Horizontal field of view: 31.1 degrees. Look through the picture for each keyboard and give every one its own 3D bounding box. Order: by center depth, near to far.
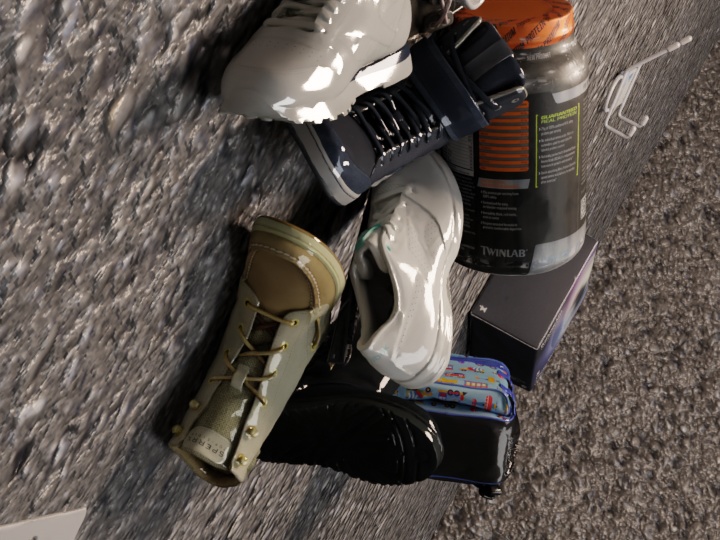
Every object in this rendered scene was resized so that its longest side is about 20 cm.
[{"bbox_3d":[0.000,0.000,1.055,0.201,0.020,0.128,-75,179,-48],"label":"keyboard"}]

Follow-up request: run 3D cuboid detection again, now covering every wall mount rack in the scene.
[{"bbox_3d":[0.464,-0.311,2.116,0.200,0.074,0.175,-34,148,-63],"label":"wall mount rack"}]

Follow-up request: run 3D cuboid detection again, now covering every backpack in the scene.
[{"bbox_3d":[0.097,0.164,1.517,0.200,0.180,0.137,-61,158,-75],"label":"backpack"}]

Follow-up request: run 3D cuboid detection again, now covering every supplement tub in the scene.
[{"bbox_3d":[0.120,-0.109,1.024,0.122,0.121,0.203,-41,135,-53],"label":"supplement tub"}]

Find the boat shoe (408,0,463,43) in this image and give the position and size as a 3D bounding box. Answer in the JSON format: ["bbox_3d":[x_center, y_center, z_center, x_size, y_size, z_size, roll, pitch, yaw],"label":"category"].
[{"bbox_3d":[0.071,-0.221,0.952,0.200,0.057,0.067,-52,162,-37],"label":"boat shoe"}]

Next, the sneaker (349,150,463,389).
[{"bbox_3d":[0.026,-0.019,0.961,0.088,0.075,0.203,27,52,-44],"label":"sneaker"}]

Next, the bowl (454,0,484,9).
[{"bbox_3d":[0.082,-0.290,0.834,0.202,0.074,0.200,-61,165,-9],"label":"bowl"}]

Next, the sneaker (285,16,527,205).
[{"bbox_3d":[0.035,-0.113,0.872,0.145,0.078,0.202,-30,-178,16],"label":"sneaker"}]

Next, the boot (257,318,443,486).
[{"bbox_3d":[0.011,0.098,1.091,0.168,0.198,0.077,-44,124,-46],"label":"boot"}]

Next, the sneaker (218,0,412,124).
[{"bbox_3d":[-0.026,-0.142,0.765,0.200,0.075,0.081,-46,147,-58],"label":"sneaker"}]

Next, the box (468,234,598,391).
[{"bbox_3d":[0.261,0.049,1.973,0.201,0.122,0.199,-58,164,-17],"label":"box"}]

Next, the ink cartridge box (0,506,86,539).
[{"bbox_3d":[-0.228,0.196,0.646,0.202,0.067,0.115,-62,166,2],"label":"ink cartridge box"}]

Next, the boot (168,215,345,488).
[{"bbox_3d":[-0.077,0.064,0.915,0.156,0.071,0.201,-60,170,-25],"label":"boot"}]
